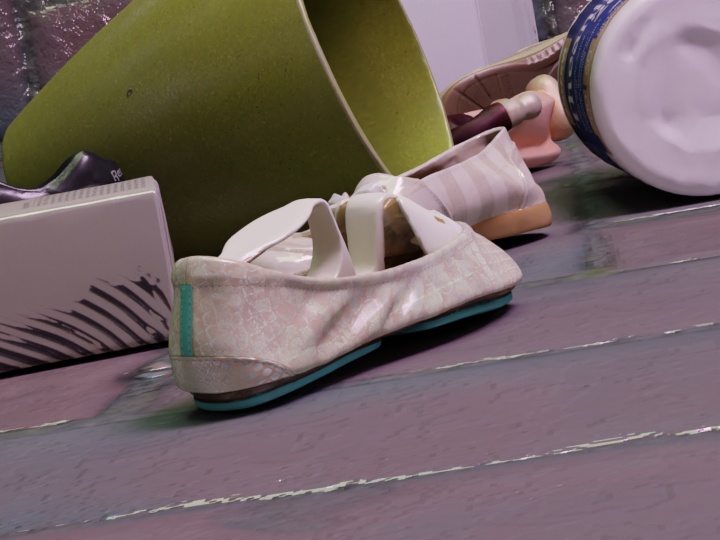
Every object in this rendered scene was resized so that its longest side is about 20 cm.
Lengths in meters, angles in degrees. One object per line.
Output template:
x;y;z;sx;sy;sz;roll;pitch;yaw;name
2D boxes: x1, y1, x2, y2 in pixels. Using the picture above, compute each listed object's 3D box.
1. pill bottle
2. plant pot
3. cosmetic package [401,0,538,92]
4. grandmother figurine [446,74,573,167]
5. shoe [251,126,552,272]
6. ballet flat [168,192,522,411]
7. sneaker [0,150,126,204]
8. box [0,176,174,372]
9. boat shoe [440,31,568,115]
0.164;-0.103;1.238;0.110;0.112;0.200;-10;7;-1;pill bottle
-0.079;-0.073;1.206;0.199;0.188;0.187;-24;3;17;plant pot
0.030;-0.168;1.891;0.198;0.124;0.200;-8;9;17;cosmetic package
0.059;-0.073;1.400;0.121;0.061;0.200;-39;-9;37;grandmother figurine
0.015;-0.025;1.077;0.070;0.054;0.199;-4;9;40;shoe
0.000;0.000;0.872;0.067;0.063;0.200;-5;9;33;ballet flat
-0.206;-0.008;1.118;0.199;0.088;0.076;-13;8;-17;sneaker
-0.180;0.011;1.015;0.199;0.069;0.082;-11;7;-3;box
0.144;-0.142;1.725;0.199;0.072;0.064;-13;9;-15;boat shoe
